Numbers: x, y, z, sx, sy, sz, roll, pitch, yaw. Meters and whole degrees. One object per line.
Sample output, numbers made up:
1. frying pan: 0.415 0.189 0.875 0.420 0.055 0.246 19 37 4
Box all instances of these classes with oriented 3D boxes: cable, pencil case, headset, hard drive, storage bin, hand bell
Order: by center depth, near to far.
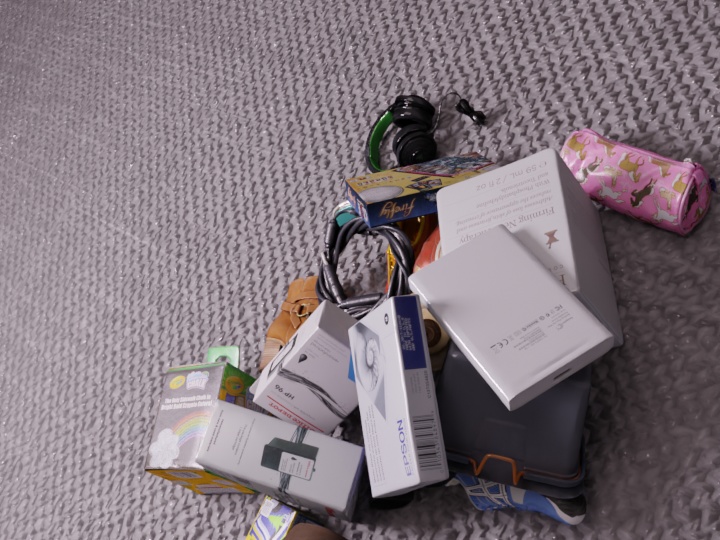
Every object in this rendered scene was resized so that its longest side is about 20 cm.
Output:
1. hard drive: 0.156 0.043 0.998 0.131 0.026 0.200 -29 48 -11
2. storage bin: 0.164 0.149 1.031 0.197 0.136 0.146 12 27 9
3. hand bell: 0.079 0.074 1.104 0.102 0.200 0.106 0 88 6
4. pencil case: 0.341 -0.116 1.172 0.199 0.083 0.087 28 83 43
5. cable: 0.000 0.000 1.273 0.199 0.050 0.165 26 93 50
6. headset: 0.093 -0.210 1.430 0.199 0.093 0.125 -26 54 41

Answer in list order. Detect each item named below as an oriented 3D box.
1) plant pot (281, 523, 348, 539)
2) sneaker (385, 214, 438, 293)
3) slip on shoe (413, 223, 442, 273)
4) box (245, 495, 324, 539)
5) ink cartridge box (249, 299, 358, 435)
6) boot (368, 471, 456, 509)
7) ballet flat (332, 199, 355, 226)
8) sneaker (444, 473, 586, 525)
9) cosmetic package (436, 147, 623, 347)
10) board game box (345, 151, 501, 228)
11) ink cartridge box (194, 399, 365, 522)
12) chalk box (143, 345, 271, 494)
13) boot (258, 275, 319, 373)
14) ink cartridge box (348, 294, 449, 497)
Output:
1. plant pot: -0.076 0.418 1.116 0.185 0.188 0.202 -2 49 35
2. sneaker: 0.058 -0.001 1.306 0.072 0.077 0.203 1 79 35
3. slip on shoe: 0.117 -0.035 1.245 0.061 0.075 0.200 -19 21 28
4. box: -0.128 0.405 1.213 0.064 0.070 0.202 16 74 42
5. ink cartridge box: -0.061 0.149 1.239 0.200 0.115 0.068 -49 15 30
6. boot: 0.052 0.193 1.172 0.200 0.068 0.176 -45 40 48
7. ballet flat: 0.054 -0.102 1.392 0.197 0.069 0.070 -9 59 27
8. sneaker: 0.177 0.252 1.094 0.199 0.075 0.078 23 99 43
9. cosmetic package: 0.208 -0.005 1.147 0.166 0.166 0.203 -19 56 25
10. board game box: 0.089 -0.113 1.264 0.197 0.035 0.136 -13 21 -9
11. ink cartridge box: -0.095 0.245 1.182 0.197 0.147 0.084 18 72 6
12. chalk box: -0.212 0.210 1.354 0.123 0.124 0.203 -8 59 33
13. boot: -0.052 0.085 1.355 0.198 0.077 0.157 -5 57 42
14. ink cartridge box: 0.029 0.150 1.051 0.200 0.040 0.203 134 130 -63
